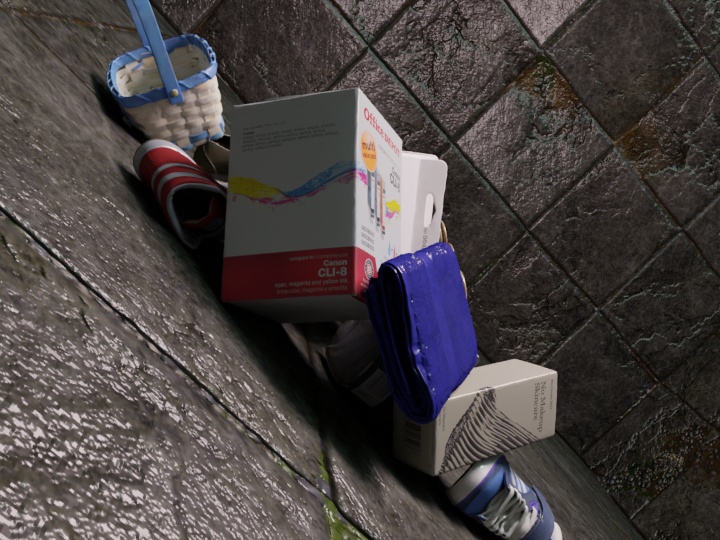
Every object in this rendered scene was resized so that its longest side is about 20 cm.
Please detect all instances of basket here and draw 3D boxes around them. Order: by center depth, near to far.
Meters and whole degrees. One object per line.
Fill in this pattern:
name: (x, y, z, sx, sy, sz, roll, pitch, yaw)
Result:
basket: (-0.252, -0.258, 0.942, 0.177, 0.137, 0.203, -126, -159, -54)

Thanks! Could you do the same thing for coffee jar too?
coffee jar: (0.053, 0.141, 0.877, 0.200, 0.085, 0.105, 44, 7, -31)

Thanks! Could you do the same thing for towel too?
towel: (0.064, 0.053, 0.750, 0.200, 0.049, 0.150, -21, 98, -67)

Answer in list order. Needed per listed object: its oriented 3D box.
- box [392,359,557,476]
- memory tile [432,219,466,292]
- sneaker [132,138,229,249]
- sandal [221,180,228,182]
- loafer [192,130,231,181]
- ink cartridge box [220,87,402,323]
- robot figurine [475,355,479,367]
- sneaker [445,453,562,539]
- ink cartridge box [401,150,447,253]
box: (0.129, 0.156, 0.825, 0.197, 0.084, 0.068, -7, 11, -38)
memory tile: (0.120, 0.038, 1.105, 0.202, 0.016, 0.155, 90, -10, -47)
sneaker: (-0.147, -0.057, 0.806, 0.199, 0.072, 0.113, 31, 11, -43)
sandal: (-0.148, -0.079, 0.957, 0.199, 0.048, 0.076, -5, 53, -54)
loafer: (-0.136, -0.153, 1.042, 0.196, 0.071, 0.076, 4, 31, -9)
ink cartridge box: (-0.043, -0.058, 0.764, 0.145, 0.142, 0.204, 30, 58, -66)
robot figurine: (0.080, 0.122, 1.026, 0.200, 0.151, 0.124, 46, 21, 11)
sneaker: (0.180, 0.284, 0.861, 0.146, 0.081, 0.200, 45, -1, 23)
ink cartridge box: (0.001, -0.086, 0.918, 0.197, 0.131, 0.125, 9, 9, 26)
